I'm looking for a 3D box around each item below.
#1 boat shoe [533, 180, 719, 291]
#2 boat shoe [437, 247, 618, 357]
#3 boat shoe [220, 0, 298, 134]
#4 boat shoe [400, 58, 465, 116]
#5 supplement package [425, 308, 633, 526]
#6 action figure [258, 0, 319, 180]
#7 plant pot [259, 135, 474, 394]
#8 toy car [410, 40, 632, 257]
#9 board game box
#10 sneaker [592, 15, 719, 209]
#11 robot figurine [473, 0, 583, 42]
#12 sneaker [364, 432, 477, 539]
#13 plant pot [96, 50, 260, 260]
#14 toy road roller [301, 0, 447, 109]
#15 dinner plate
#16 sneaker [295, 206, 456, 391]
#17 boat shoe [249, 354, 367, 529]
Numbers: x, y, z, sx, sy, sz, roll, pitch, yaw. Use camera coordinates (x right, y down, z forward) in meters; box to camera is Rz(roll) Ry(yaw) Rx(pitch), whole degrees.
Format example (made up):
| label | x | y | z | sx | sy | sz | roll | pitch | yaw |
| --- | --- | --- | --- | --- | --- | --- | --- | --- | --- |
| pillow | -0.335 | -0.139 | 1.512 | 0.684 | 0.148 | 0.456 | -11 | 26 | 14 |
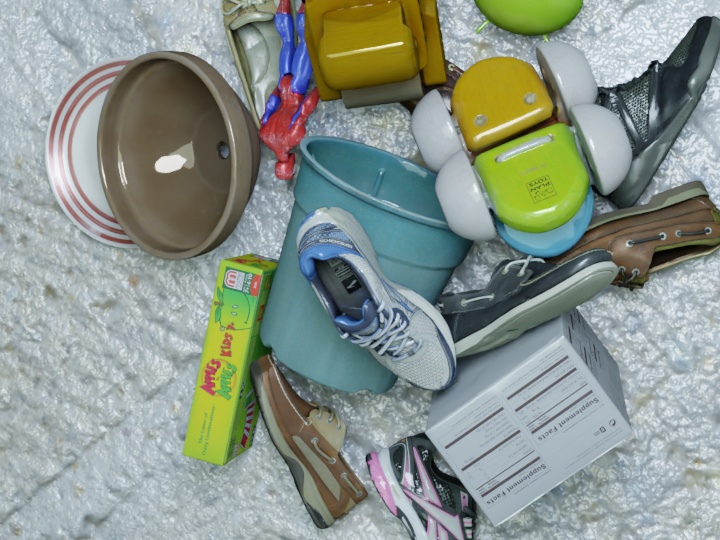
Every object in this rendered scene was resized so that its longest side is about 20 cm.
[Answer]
| label | x | y | z | sx | sy | sz | roll | pitch | yaw |
| --- | --- | --- | --- | --- | --- | --- | --- | --- | --- |
| boat shoe | 0.254 | -0.018 | 1.325 | 0.198 | 0.072 | 0.069 | -24 | 70 | -3 |
| boat shoe | 0.143 | 0.018 | 1.244 | 0.199 | 0.071 | 0.069 | -30 | 69 | 45 |
| boat shoe | -0.102 | -0.232 | 1.422 | 0.072 | 0.063 | 0.204 | -8 | 93 | 13 |
| boat shoe | 0.042 | -0.207 | 1.391 | 0.199 | 0.070 | 0.070 | 41 | 82 | 11 |
| supplement package | 0.157 | 0.120 | 1.314 | 0.155 | 0.200 | 0.111 | -37 | 96 | 13 |
| action figure | -0.063 | -0.189 | 1.369 | 0.065 | 0.051 | 0.203 | 10 | 92 | 41 |
| plant pot | 0.000 | 0.000 | 1.360 | 0.198 | 0.200 | 0.198 | 25 | 107 | 10 |
| toy car | 0.151 | -0.097 | 1.282 | 0.173 | 0.151 | 0.201 | -22 | 49 | 3 |
| board game box | -0.127 | 0.089 | 1.433 | 0.047 | 0.102 | 0.203 | 13 | 97 | 11 |
| sneaker | 0.263 | -0.169 | 1.338 | 0.113 | 0.076 | 0.201 | 32 | 106 | 2 |
| robot figurine | 0.170 | -0.317 | 1.327 | 0.173 | 0.116 | 0.203 | 14 | 98 | 4 |
| sneaker | 0.088 | 0.255 | 1.413 | 0.086 | 0.080 | 0.201 | -32 | 93 | 2 |
| plant pot | -0.165 | -0.116 | 1.391 | 0.199 | 0.092 | 0.204 | 7 | 101 | 38 |
| toy road roller | 0.009 | -0.201 | 1.244 | 0.121 | 0.201 | 0.147 | -7 | 52 | 7 |
| dinner plate | -0.241 | -0.125 | 1.483 | 0.197 | 0.024 | 0.203 | 1 | 94 | 12 |
| sneaker | 0.009 | 0.041 | 1.236 | 0.077 | 0.085 | 0.200 | -38 | 105 | 21 |
| boat shoe | -0.051 | 0.168 | 1.422 | 0.073 | 0.076 | 0.202 | -25 | 117 | -3 |
